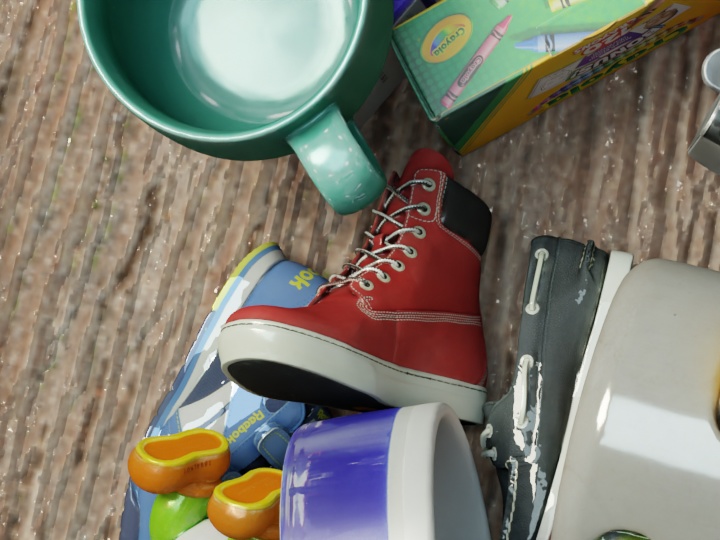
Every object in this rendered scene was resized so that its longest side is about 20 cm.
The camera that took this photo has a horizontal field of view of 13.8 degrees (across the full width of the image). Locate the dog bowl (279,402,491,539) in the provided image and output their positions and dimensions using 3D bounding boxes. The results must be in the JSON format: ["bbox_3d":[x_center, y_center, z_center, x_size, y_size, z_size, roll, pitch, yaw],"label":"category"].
[{"bbox_3d":[0.020,0.171,1.522,0.078,0.200,0.201,-8,81,10],"label":"dog bowl"}]

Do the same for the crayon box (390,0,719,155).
[{"bbox_3d":[0.119,-0.141,1.588,0.199,0.119,0.058,-29,80,5],"label":"crayon box"}]

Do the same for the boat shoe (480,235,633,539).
[{"bbox_3d":[0.095,0.079,1.590,0.060,0.076,0.201,14,73,8],"label":"boat shoe"}]

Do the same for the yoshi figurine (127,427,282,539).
[{"bbox_3d":[-0.099,0.192,1.557,0.111,0.113,0.201,7,116,-7],"label":"yoshi figurine"}]

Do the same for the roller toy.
[{"bbox_3d":[0.183,0.093,1.514,0.139,0.182,0.201,14,102,10],"label":"roller toy"}]

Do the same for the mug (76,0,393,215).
[{"bbox_3d":[-0.059,-0.117,1.513,0.151,0.114,0.186,-1,84,10],"label":"mug"}]

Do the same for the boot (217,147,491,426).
[{"bbox_3d":[0.000,0.000,1.558,0.072,0.200,0.145,-1,81,37],"label":"boot"}]

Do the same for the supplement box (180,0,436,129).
[{"bbox_3d":[-0.062,-0.171,1.630,0.200,0.101,0.103,42,92,12],"label":"supplement box"}]

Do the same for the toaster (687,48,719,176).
[{"bbox_3d":[0.286,-0.099,1.505,0.199,0.119,0.181,29,86,-2],"label":"toaster"}]

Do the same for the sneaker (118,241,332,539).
[{"bbox_3d":[-0.066,0.087,1.612,0.082,0.074,0.201,27,89,9],"label":"sneaker"}]
